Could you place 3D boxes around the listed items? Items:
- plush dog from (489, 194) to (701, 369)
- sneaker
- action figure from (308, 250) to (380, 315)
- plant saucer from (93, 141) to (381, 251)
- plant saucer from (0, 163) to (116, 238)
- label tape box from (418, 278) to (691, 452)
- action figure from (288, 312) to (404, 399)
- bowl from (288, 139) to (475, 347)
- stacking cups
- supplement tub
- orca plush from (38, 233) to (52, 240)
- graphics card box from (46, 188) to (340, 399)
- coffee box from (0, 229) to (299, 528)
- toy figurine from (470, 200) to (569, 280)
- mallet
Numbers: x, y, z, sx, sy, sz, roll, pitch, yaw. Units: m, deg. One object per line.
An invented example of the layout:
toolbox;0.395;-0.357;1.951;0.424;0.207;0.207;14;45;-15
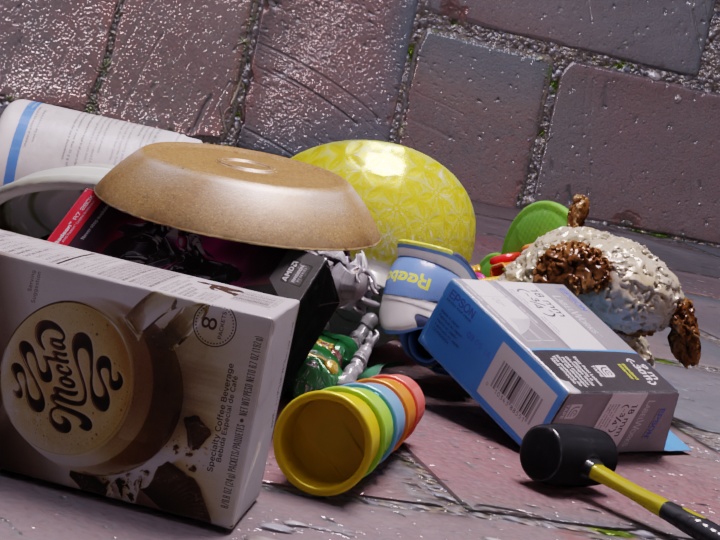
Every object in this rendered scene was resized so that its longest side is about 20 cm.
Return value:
plush dog;0.208;0.015;1.393;0.199;0.162;0.172;22;-5;-22
sneaker;0.077;0.054;1.312;0.073;0.083;0.200;4;-28;42
action figure;-0.059;-0.021;1.253;0.199;0.070;0.130;25;-12;40
plant saucer;-0.080;-0.056;1.104;0.198;0.036;0.200;11;12;-2
plant saucer;-0.194;-0.034;1.242;0.198;0.051;0.201;4;-28;2
label tape box;0.164;0.073;1.239;0.199;0.064;0.144;4;32;-44
action figure;-0.027;0.063;1.215;0.117;0.055;0.200;16;12;3
bowl;0.000;0.000;1.364;0.198;0.201;0.108;11;42;-9
stacking cups;-0.002;0.096;1.011;0.060;0.061;0.200;14;4;11
supplement tub;-0.268;-0.091;1.640;0.198;0.133;0.132;12;7;1
orca plush;-0.150;0.004;1.177;0.198;0.071;0.106;12;-31;32
graphics card box;-0.128;0.027;1.048;0.198;0.126;0.051;17;-34;25
coffee box;-0.144;0.052;0.860;0.198;0.114;0.080;13;7;7
toy figurine;0.094;0.016;1.547;0.183;0.152;0.200;-3;-8;-30
mallet;0.193;0.148;1.023;0.199;0.042;0.066;25;11;38
